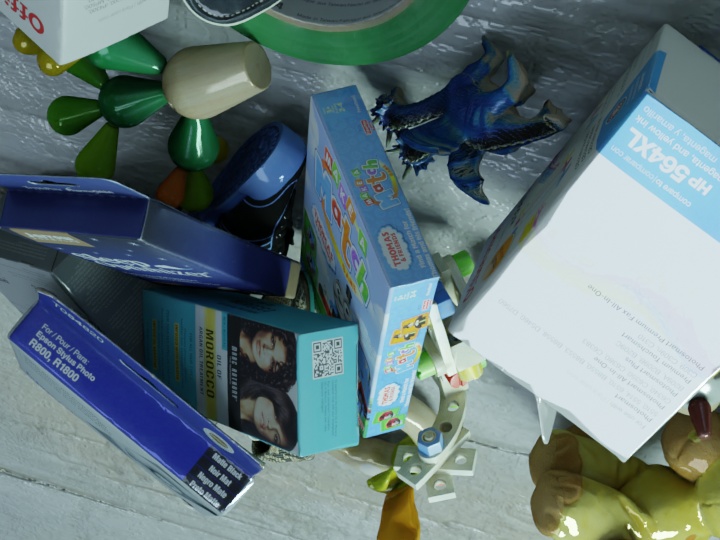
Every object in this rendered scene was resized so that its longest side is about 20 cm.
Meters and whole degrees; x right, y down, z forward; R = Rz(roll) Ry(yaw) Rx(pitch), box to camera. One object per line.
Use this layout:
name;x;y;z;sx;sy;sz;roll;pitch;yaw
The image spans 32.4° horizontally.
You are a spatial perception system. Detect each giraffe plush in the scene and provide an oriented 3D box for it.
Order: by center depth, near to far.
giraffe plush;0.249;0.178;0.963;0.162;0.173;0.200;-38;105;23

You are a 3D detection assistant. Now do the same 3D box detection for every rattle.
rattle;-0.023;0.148;1.044;0.130;0.143;0.200;7;149;44

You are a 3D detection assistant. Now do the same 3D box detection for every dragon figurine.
dragon figurine;0.066;-0.080;0.740;0.099;0.200;0.059;-45;117;7

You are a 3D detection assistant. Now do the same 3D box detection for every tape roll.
tape roll;-0.023;-0.209;0.700;0.200;0.048;0.201;12;140;10

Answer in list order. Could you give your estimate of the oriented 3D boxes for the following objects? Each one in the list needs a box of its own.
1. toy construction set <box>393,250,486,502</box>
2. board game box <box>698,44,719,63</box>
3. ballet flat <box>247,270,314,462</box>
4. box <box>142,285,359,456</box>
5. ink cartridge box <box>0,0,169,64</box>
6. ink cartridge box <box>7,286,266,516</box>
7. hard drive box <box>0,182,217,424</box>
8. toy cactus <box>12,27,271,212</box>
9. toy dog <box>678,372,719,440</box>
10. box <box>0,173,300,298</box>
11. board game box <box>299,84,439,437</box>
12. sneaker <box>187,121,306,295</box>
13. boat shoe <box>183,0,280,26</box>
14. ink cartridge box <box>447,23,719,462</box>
toy construction set;0.063;0.069;0.912;0.092;0.131;0.200;-14;132;-18
board game box;0.193;-0.018;0.766;0.134;0.045;0.200;38;121;-3
ballet flat;-0.070;0.084;0.954;0.075;0.068;0.200;-11;136;-11
box;-0.081;0.063;0.855;0.200;0.049;0.082;11;104;51
ink cartridge box;-0.172;-0.234;0.665;0.147;0.083;0.200;41;144;19
ink cartridge box;-0.167;0.104;0.902;0.200;0.041;0.200;39;162;-1
hard drive box;-0.200;0.031;0.985;0.156;0.077;0.200;14;146;46
toy cactus;-0.129;-0.115;0.801;0.165;0.102;0.200;-9;125;29
toy dog;0.186;0.064;0.885;0.200;0.096;0.132;2;137;20
box;-0.143;-0.020;0.806;0.121;0.032;0.200;5;168;32
board game box;0.000;0.000;0.825;0.037;0.151;0.200;-13;149;-14
sneaker;-0.075;-0.037;0.908;0.078;0.070;0.200;30;147;-16
boat shoe;-0.040;-0.184;0.650;0.075;0.062;0.200;37;139;-22
ink cartridge box;0.149;-0.007;0.684;0.125;0.129;0.200;37;121;-2
